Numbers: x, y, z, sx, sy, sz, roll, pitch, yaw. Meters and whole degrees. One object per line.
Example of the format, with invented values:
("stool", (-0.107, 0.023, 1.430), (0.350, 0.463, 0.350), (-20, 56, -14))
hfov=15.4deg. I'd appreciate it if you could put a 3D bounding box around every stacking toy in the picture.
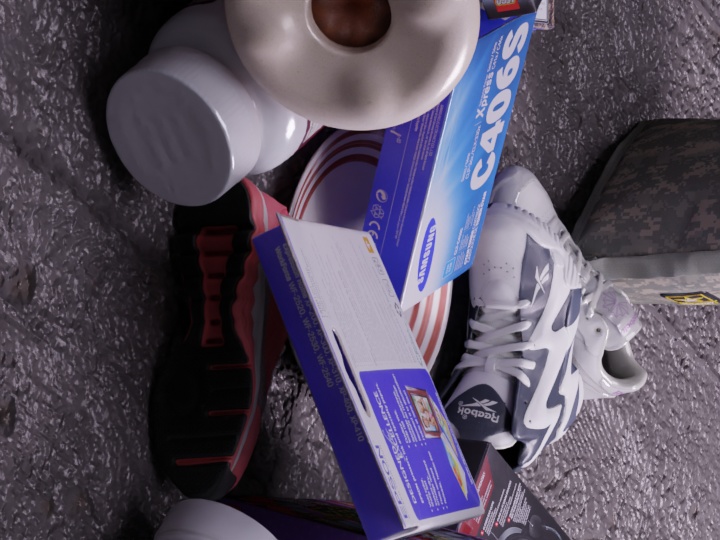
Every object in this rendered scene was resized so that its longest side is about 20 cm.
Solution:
("stacking toy", (0.010, -0.182, 1.562), (0.200, 0.146, 0.146), (-68, 145, -61))

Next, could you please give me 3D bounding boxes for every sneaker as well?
("sneaker", (0.152, 0.008, 1.925), (0.075, 0.099, 0.200), (-50, 129, -40))
("sneaker", (0.097, 0.063, 1.858), (0.130, 0.079, 0.200), (-55, 148, -45))
("sneaker", (-0.069, 0.045, 1.638), (0.087, 0.074, 0.201), (18, 77, -55))

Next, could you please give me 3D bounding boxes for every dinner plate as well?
("dinner plate", (0.000, 0.000, 1.776), (0.200, 0.024, 0.201), (-6, 97, -54))

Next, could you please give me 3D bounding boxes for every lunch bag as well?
("lunch bag", (0.262, -0.035, 2.005), (0.200, 0.164, 0.118), (-45, 126, -53))

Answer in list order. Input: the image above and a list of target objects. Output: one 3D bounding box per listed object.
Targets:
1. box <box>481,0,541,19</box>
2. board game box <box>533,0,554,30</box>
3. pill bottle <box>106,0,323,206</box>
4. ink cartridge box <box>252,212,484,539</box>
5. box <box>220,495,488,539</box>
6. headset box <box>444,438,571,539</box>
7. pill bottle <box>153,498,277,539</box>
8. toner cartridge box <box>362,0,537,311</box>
("box", (0.106, -0.259, 1.702), (0.200, 0.035, 0.110), (-63, 139, -50))
("board game box", (0.050, -0.262, 1.770), (0.159, 0.097, 0.201), (0, 92, -55))
("pill bottle", (-0.061, -0.125, 1.611), (0.200, 0.109, 0.110), (-44, 126, -44))
("ink cartridge box", (-0.001, 0.065, 1.595), (0.199, 0.043, 0.200), (68, 13, 9))
("box", (0.026, 0.180, 1.668), (0.137, 0.200, 0.039), (11, 91, -55))
("headset box", (0.070, 0.218, 1.839), (0.200, 0.077, 0.149), (49, 53, -43))
("pill bottle", (-0.119, 0.234, 1.543), (0.111, 0.111, 0.200), (59, 46, -37))
("toner cartridge box", (0.053, -0.079, 1.722), (0.095, 0.043, 0.200), (-31, 142, -49))
